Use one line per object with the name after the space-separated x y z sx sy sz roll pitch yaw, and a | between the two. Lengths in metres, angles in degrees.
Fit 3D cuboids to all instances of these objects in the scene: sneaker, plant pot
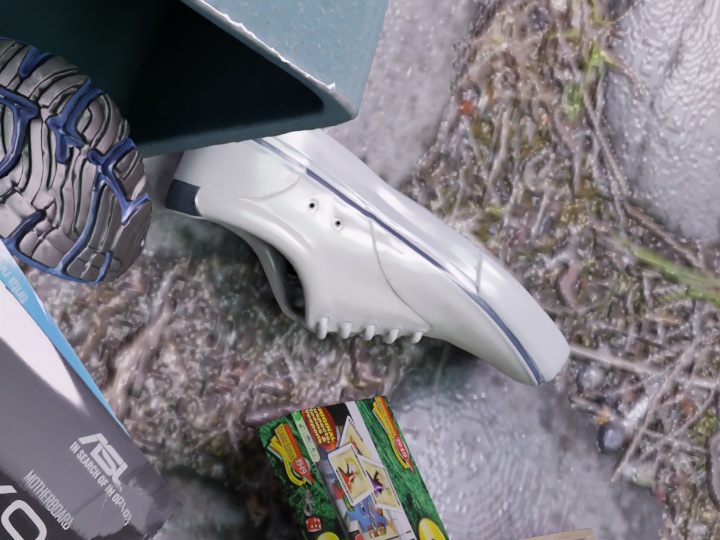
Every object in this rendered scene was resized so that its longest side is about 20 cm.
-0.165 -0.064 1.164 0.200 0.078 0.076 38 74 -16 | sneaker
-0.088 -0.182 1.158 0.196 0.195 0.201 33 69 -28 | plant pot
0.000 0.000 1.292 0.200 0.073 0.071 36 84 -19 | sneaker

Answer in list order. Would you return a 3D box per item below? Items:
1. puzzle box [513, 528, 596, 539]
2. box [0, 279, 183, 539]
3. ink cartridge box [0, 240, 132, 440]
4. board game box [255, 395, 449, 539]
0.080 0.179 1.279 0.200 0.025 0.134 1 63 -65 | puzzle box
-0.177 0.062 1.020 0.158 0.050 0.200 -45 113 -21 | box
-0.213 0.077 1.114 0.200 0.146 0.146 -41 112 -23 | ink cartridge box
0.024 0.149 1.262 0.201 0.023 0.105 65 18 7 | board game box
